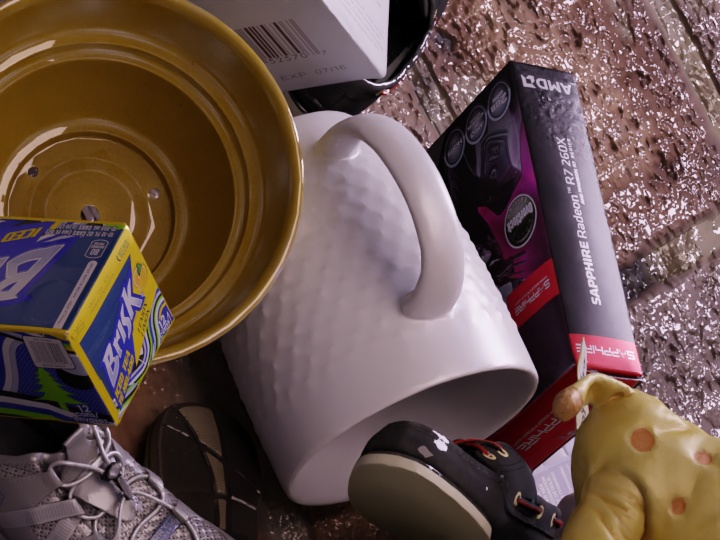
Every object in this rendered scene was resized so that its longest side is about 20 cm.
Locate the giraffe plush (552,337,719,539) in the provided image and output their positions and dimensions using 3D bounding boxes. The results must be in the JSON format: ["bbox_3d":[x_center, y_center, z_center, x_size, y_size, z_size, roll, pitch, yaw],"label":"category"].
[{"bbox_3d":[0.188,0.128,1.245,0.172,0.161,0.202,28,60,-71],"label":"giraffe plush"}]

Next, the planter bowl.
[{"bbox_3d":[-0.133,-0.038,1.274,0.199,0.083,0.202,3,73,-11],"label":"planter bowl"}]

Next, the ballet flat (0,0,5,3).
[{"bbox_3d":[-0.209,-0.208,1.314,0.069,0.069,0.201,-29,91,-42],"label":"ballet flat"}]

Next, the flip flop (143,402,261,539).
[{"bbox_3d":[-0.093,0.156,1.270,0.081,0.058,0.201,23,44,-23],"label":"flip flop"}]

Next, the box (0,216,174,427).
[{"bbox_3d":[-0.190,0.019,1.144,0.070,0.199,0.065,-64,146,-36],"label":"box"}]

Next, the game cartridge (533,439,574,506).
[{"bbox_3d":[0.132,0.167,1.461,0.129,0.038,0.201,-20,85,-38],"label":"game cartridge"}]

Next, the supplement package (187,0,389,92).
[{"bbox_3d":[-0.054,-0.210,1.382,0.117,0.116,0.201,45,43,-56],"label":"supplement package"}]

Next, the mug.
[{"bbox_3d":[0.000,0.000,1.309,0.147,0.200,0.176,-15,68,-26],"label":"mug"}]

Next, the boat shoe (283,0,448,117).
[{"bbox_3d":[0.020,-0.163,1.487,0.074,0.063,0.202,44,49,-14],"label":"boat shoe"}]

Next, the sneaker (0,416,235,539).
[{"bbox_3d":[-0.134,0.109,1.188,0.199,0.082,0.075,29,50,3],"label":"sneaker"}]

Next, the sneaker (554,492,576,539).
[{"bbox_3d":[0.191,0.210,1.389,0.145,0.081,0.201,2,64,-26],"label":"sneaker"}]

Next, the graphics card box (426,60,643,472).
[{"bbox_3d":[0.088,0.000,1.407,0.051,0.125,0.201,9,56,-28],"label":"graphics card box"}]

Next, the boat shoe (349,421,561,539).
[{"bbox_3d":[0.050,0.116,1.298,0.201,0.073,0.064,48,57,-58],"label":"boat shoe"}]
